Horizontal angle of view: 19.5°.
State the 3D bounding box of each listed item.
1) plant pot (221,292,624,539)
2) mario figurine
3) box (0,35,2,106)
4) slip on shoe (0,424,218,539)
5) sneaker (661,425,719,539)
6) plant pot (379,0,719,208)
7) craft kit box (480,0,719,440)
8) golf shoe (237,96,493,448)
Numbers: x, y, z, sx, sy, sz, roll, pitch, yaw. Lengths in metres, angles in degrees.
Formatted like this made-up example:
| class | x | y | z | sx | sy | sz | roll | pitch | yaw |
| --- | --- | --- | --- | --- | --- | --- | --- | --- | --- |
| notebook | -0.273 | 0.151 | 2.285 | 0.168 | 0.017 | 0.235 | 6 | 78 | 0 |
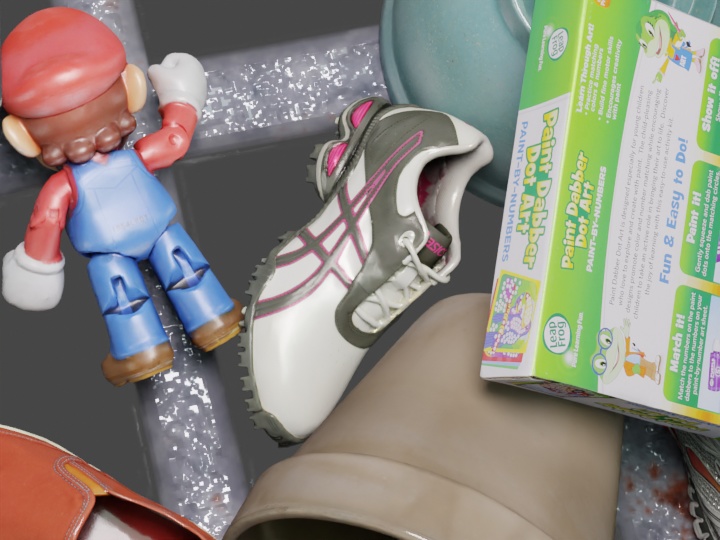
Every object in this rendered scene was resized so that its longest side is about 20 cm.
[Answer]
| class | x | y | z | sx | sy | sz | roll | pitch | yaw |
| --- | --- | --- | --- | --- | --- | --- | --- | --- | --- |
| plant pot | 0.054 | 0.113 | 1.068 | 0.199 | 0.200 | 0.174 | 30 | 59 | -3 |
| mario figurine | -0.134 | -0.045 | 1.127 | 0.123 | 0.106 | 0.201 | -25 | 95 | -51 |
| box | -0.270 | -0.171 | 1.090 | 0.159 | 0.044 | 0.201 | 7 | 61 | -23 |
| slip on shoe | -0.155 | 0.128 | 1.079 | 0.199 | 0.061 | 0.074 | 24 | 76 | -3 |
| sneaker | 0.211 | 0.102 | 1.142 | 0.078 | 0.082 | 0.201 | -30 | 85 | -15 |
| plant pot | 0.119 | -0.143 | 1.152 | 0.199 | 0.134 | 0.201 | 2 | 77 | -10 |
| craft kit box | 0.160 | -0.023 | 1.050 | 0.197 | 0.048 | 0.201 | 17 | 77 | -36 |
| golf shoe | 0.000 | 0.000 | 1.112 | 0.077 | 0.088 | 0.201 | 36 | 70 | -47 |
